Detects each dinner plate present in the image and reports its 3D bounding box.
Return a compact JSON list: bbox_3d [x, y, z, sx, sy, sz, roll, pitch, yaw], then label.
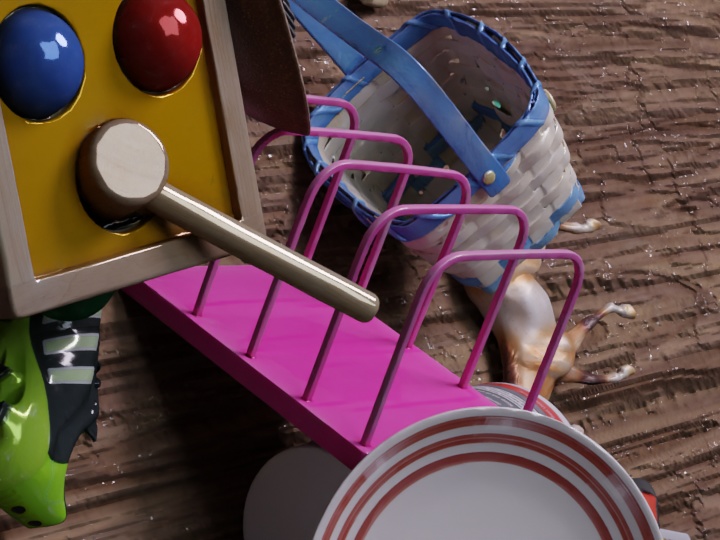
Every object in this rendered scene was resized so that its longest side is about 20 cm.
[{"bbox_3d":[0.063,0.169,1.254,0.199,0.024,0.202,1,87,-15],"label":"dinner plate"}]

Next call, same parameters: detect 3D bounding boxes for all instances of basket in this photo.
[{"bbox_3d":[0.032,-0.096,1.492,0.200,0.139,0.176,42,2,-43],"label":"basket"}]

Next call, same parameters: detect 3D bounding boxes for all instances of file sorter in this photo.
[{"bbox_3d":[0.000,0.000,1.328,0.139,0.126,0.200,-1,28,-47],"label":"file sorter"}]

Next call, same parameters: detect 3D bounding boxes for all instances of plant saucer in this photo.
[{"bbox_3d":[-0.074,-0.158,1.260,0.200,0.036,0.202,161,-90,-86],"label":"plant saucer"}]

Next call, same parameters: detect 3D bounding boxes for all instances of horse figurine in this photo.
[{"bbox_3d":[0.115,0.016,1.620,0.132,0.050,0.201,-21,92,-39],"label":"horse figurine"}]

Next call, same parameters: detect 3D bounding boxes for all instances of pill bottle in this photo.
[{"bbox_3d":[0.032,0.129,1.379,0.200,0.116,0.116,-7,72,-54],"label":"pill bottle"}]

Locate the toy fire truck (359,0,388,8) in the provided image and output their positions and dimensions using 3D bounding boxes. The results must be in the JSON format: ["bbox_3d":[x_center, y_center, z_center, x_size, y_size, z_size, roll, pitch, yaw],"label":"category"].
[{"bbox_3d":[-0.026,-0.281,1.621,0.200,0.129,0.176,54,33,8],"label":"toy fire truck"}]

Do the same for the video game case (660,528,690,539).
[{"bbox_3d":[0.173,0.252,1.561,0.181,0.023,0.201,16,53,-47],"label":"video game case"}]

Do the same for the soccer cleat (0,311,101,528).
[{"bbox_3d":[-0.159,0.039,1.252,0.081,0.067,0.201,57,31,-39],"label":"soccer cleat"}]

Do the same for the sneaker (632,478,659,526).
[{"bbox_3d":[0.106,0.182,1.355,0.202,0.107,0.068,-81,176,-51],"label":"sneaker"}]

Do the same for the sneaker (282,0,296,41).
[{"bbox_3d":[-0.140,-0.147,1.407,0.199,0.093,0.071,17,75,-14],"label":"sneaker"}]

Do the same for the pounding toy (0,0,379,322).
[{"bbox_3d":[-0.117,-0.053,1.156,0.184,0.142,0.201,-18,101,-43],"label":"pounding toy"}]
